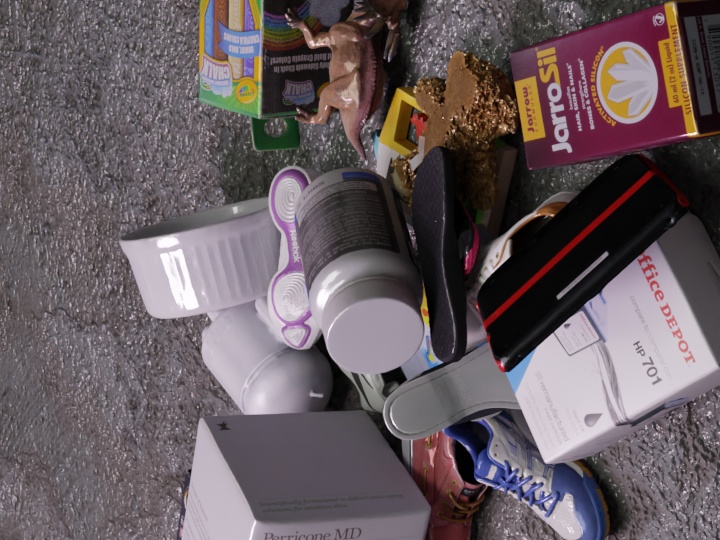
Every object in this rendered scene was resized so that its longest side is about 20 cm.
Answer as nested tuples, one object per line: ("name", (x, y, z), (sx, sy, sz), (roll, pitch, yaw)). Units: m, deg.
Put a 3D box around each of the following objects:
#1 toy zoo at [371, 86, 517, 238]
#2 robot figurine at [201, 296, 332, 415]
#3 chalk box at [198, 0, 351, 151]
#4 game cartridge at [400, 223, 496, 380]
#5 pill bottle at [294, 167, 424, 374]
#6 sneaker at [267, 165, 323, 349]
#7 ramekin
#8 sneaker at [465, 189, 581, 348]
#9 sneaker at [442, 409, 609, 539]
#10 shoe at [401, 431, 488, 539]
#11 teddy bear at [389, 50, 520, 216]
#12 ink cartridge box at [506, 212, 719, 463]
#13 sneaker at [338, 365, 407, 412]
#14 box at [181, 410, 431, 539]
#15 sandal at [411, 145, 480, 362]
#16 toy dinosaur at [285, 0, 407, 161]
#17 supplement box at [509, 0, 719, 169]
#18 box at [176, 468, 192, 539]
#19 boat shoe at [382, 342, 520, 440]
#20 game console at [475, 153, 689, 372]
("toy zoo", (0.074, -0.102, 1.596), (0.200, 0.020, 0.132), (37, 126, 41))
("robot figurine", (-0.107, 0.109, 1.804), (0.200, 0.112, 0.170), (46, 141, 36))
("chalk box", (-0.095, -0.233, 1.699), (0.124, 0.124, 0.202), (22, 114, 48))
("game cartridge", (0.089, 0.044, 1.580), (0.200, 0.040, 0.134), (-30, 90, 52))
("pill bottle", (0.000, 0.000, 1.528), (0.201, 0.113, 0.114), (-102, 27, -50))
("sneaker", (-0.052, -0.014, 1.720), (0.074, 0.099, 0.202), (4, 95, 25))
("ramekin", (-0.168, -0.014, 1.793), (0.200, 0.200, 0.098), (-3, 104, 52))
("sneaker", (0.130, 0.003, 1.448), (0.073, 0.085, 0.200), (45, 117, 8))
("sneaker", (0.154, 0.199, 1.508), (0.200, 0.088, 0.076), (46, 133, 35))
("shoe", (0.093, 0.235, 1.608), (0.091, 0.071, 0.202), (-5, 89, 58))
("teddy bear", (0.094, -0.120, 1.508), (0.145, 0.066, 0.201), (50, 132, 46))
("ink cartridge box", (0.225, 0.059, 1.358), (0.200, 0.086, 0.147), (-37, 69, 38))
("sneaker", (-0.004, 0.060, 1.691), (0.088, 0.074, 0.201), (-25, 78, 50))
("box", (-0.061, 0.267, 1.624), (0.200, 0.198, 0.172), (-129, 45, -56))
("sandal", (0.085, -0.016, 1.460), (0.075, 0.045, 0.202), (174, 90, -69))
("toy dinosaur", (0.000, -0.209, 1.605), (0.135, 0.085, 0.202), (7, 103, 46))
("supplement box", (0.229, -0.156, 1.330), (0.199, 0.085, 0.111), (-9, 91, 53))
("box", (-0.118, 0.303, 1.794), (0.050, 0.198, 0.201), (34, 124, 42))
("boat shoe", (0.115, 0.105, 1.490), (0.060, 0.199, 0.076), (-66, -39, -88))
("game console", (0.180, -0.009, 1.298), (0.200, 0.031, 0.177), (-44, 16, 11))
